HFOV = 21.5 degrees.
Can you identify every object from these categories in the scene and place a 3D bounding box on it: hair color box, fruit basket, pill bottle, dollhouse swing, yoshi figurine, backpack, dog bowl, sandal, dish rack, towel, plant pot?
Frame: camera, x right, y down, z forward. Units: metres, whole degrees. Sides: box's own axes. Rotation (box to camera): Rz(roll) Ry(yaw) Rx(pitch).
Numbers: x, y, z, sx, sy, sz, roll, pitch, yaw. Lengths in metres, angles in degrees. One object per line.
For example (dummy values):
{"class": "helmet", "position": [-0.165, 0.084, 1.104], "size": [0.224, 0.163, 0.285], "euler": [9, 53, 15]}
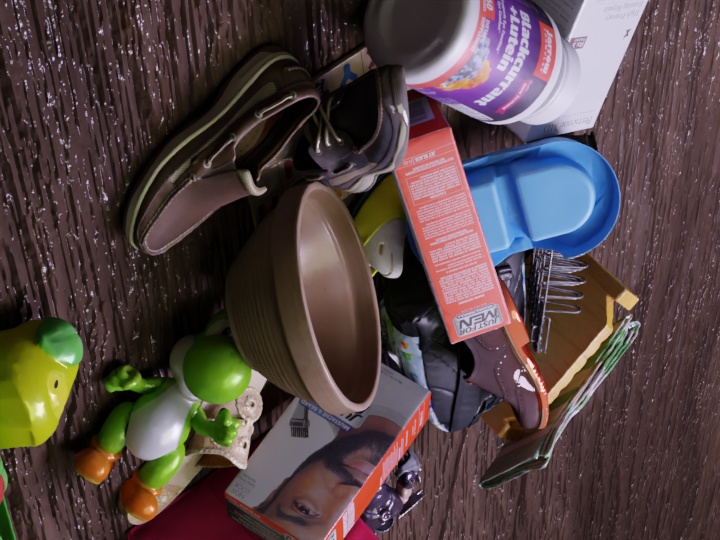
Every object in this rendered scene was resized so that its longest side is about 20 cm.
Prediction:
{"class": "hair color box", "position": [0.071, -0.050, 1.665], "size": [0.061, 0.102, 0.202], "euler": [-18, 119, 1]}
{"class": "hair color box", "position": [-0.030, 0.177, 1.833], "size": [0.201, 0.110, 0.064], "euler": [-53, 162, -24]}
{"class": "fruit basket", "position": [-0.300, 0.128, 1.499], "size": [0.213, 0.156, 0.217], "euler": [-16, 144, -12]}
{"class": "pill bottle", "position": [0.102, -0.189, 1.614], "size": [0.199, 0.111, 0.112], "euler": [18, 113, -50]}
{"class": "dollhouse swing", "position": [0.214, 0.088, 2.043], "size": [0.200, 0.182, 0.175], "euler": [-49, 136, 5]}
{"class": "yoshi figurine", "position": [-0.163, 0.121, 1.679], "size": [0.201, 0.112, 0.112], "euler": [-52, 142, 4]}
{"class": "backpack", "position": [0.094, 0.065, 1.901], "size": [0.163, 0.153, 0.201], "euler": [-37, 127, -23]}
{"class": "dog bowl", "position": [0.140, -0.061, 1.757], "size": [0.198, 0.050, 0.113], "euler": [-14, 109, 7]}
{"class": "sandal", "position": [-0.137, 0.173, 1.799], "size": [0.212, 0.070, 0.078], "euler": [-48, 149, 3]}
{"class": "dish rack", "position": [0.198, -0.023, 1.887], "size": [0.054, 0.154, 0.202], "euler": [6, 118, -1]}
{"class": "towel", "position": [0.210, 0.141, 2.007], "size": [0.201, 0.023, 0.152], "euler": [-53, -174, -25]}
{"class": "plant pot", "position": [-0.057, 0.029, 1.654], "size": [0.092, 0.203, 0.201], "euler": [-11, 154, 18]}

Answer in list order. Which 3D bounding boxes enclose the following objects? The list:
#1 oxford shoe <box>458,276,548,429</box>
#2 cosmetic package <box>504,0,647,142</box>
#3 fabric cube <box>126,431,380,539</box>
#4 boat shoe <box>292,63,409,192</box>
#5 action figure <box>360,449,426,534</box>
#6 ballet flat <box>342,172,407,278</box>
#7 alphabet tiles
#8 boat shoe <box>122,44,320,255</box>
{"class": "oxford shoe", "position": [0.130, 0.088, 1.822], "size": [0.072, 0.071, 0.201], "euler": [-24, 132, 0]}
{"class": "cosmetic package", "position": [0.195, -0.222, 1.738], "size": [0.101, 0.074, 0.201], "euler": [-15, 136, -39]}
{"class": "fabric cube", "position": [-0.088, 0.321, 1.906], "size": [0.199, 0.199, 0.197], "euler": [-34, 146, -17]}
{"class": "boat shoe", "position": [-0.011, -0.110, 1.553], "size": [0.072, 0.075, 0.200], "euler": [-2, 162, -16]}
{"class": "action figure", "position": [0.010, 0.229, 2.048], "size": [0.130, 0.069, 0.201], "euler": [-42, 153, -19]}
{"class": "ballet flat", "position": [0.000, 0.000, 1.766], "size": [0.201, 0.067, 0.067], "euler": [-52, 150, 10]}
{"class": "alphabet tiles", "position": [-0.019, -0.119, 1.665], "size": [0.199, 0.008, 0.168], "euler": [-35, 147, -19]}
{"class": "boat shoe", "position": [-0.110, -0.085, 1.529], "size": [0.203, 0.075, 0.075], "euler": [-51, 148, 9]}
